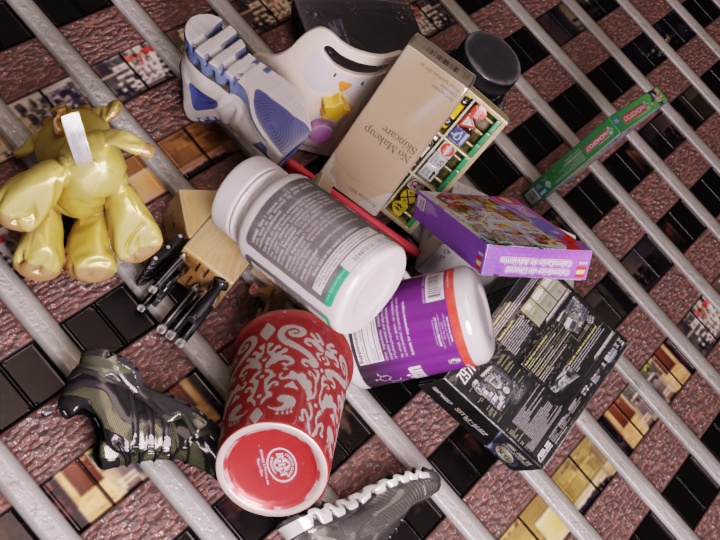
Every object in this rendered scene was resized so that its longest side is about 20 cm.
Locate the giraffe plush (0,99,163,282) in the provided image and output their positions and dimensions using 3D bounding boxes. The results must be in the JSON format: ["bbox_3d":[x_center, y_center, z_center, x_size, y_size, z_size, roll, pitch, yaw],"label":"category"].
[{"bbox_3d":[-0.307,-0.106,1.163,0.172,0.201,0.162,-1,30,-20],"label":"giraffe plush"}]

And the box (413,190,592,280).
[{"bbox_3d":[0.163,-0.044,1.278,0.136,0.039,0.200,2,20,-22],"label":"box"}]

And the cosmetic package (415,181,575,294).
[{"bbox_3d":[0.182,-0.023,1.430,0.199,0.081,0.113,25,53,-16],"label":"cosmetic package"}]

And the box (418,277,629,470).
[{"bbox_3d":[0.198,0.113,1.307,0.164,0.086,0.200,42,70,-7],"label":"box"}]

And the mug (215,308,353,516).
[{"bbox_3d":[-0.063,0.157,1.097,0.178,0.133,0.200,46,19,-17],"label":"mug"}]

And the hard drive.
[{"bbox_3d":[0.002,-0.323,1.530,0.199,0.042,0.135,-7,66,-33],"label":"hard drive"}]

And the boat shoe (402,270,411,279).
[{"bbox_3d":[0.000,0.000,1.313,0.200,0.072,0.071,44,64,11],"label":"boat shoe"}]

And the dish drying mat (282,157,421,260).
[{"bbox_3d":[-0.014,-0.075,1.358,0.200,0.077,0.018,35,88,-7],"label":"dish drying mat"}]

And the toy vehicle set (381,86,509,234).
[{"bbox_3d":[0.078,-0.158,1.375,0.124,0.200,0.027,38,26,-6],"label":"toy vehicle set"}]

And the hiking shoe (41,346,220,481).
[{"bbox_3d":[-0.220,0.169,1.095,0.200,0.076,0.101,36,68,-4],"label":"hiking shoe"}]

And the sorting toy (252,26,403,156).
[{"bbox_3d":[-0.034,-0.234,1.366,0.199,0.180,0.107,12,56,-23],"label":"sorting toy"}]

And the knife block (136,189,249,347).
[{"bbox_3d":[-0.158,-0.002,1.229,0.199,0.064,0.176,-1,63,-31],"label":"knife block"}]

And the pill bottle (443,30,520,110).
[{"bbox_3d":[0.122,-0.222,1.436,0.111,0.200,0.112,14,56,-22],"label":"pill bottle"}]

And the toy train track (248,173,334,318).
[{"bbox_3d":[-0.083,-0.023,1.277,0.115,0.032,0.201,39,66,-44],"label":"toy train track"}]

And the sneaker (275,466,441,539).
[{"bbox_3d":[0.011,0.276,1.160,0.199,0.066,0.091,-15,73,-32],"label":"sneaker"}]

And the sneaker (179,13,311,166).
[{"bbox_3d":[-0.153,-0.208,1.326,0.200,0.115,0.081,50,57,1],"label":"sneaker"}]

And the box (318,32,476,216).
[{"bbox_3d":[0.044,-0.176,1.314,0.095,0.200,0.078,34,25,-3],"label":"box"}]

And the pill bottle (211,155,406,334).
[{"bbox_3d":[-0.059,-0.032,1.159,0.200,0.113,0.113,37,47,22],"label":"pill bottle"}]

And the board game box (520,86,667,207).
[{"bbox_3d":[0.327,-0.173,1.526,0.134,0.200,0.029,-32,82,-39],"label":"board game box"}]

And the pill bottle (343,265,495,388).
[{"bbox_3d":[0.044,0.068,1.218,0.112,0.199,0.113,-14,90,-75],"label":"pill bottle"}]
